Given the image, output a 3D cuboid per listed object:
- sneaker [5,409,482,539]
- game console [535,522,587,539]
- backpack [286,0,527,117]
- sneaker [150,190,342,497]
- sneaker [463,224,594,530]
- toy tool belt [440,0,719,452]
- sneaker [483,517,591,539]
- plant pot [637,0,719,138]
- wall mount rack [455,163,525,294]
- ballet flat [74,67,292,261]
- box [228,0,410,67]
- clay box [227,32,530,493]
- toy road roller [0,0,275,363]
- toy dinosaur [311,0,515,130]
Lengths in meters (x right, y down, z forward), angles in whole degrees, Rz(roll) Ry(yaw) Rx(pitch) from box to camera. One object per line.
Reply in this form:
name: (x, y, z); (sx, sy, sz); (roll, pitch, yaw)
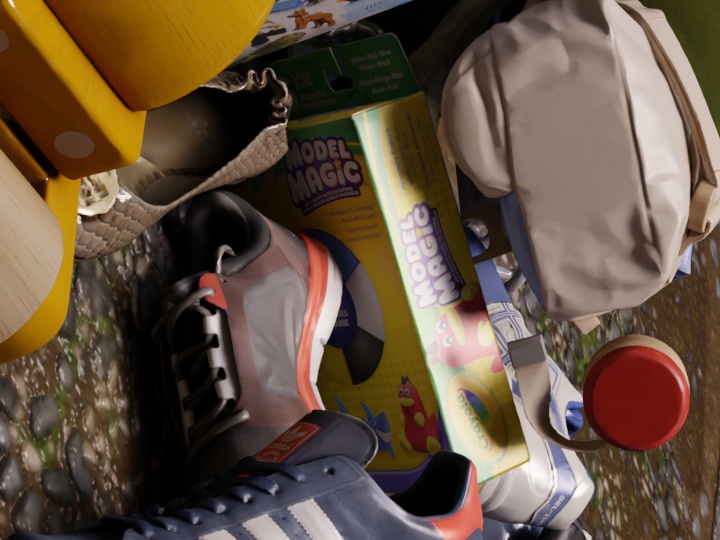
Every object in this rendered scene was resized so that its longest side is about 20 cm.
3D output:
sneaker: (-0.040, 0.091, 0.934); (0.200, 0.075, 0.085); (7, 92, -35)
game console: (0.085, 0.247, 1.240); (0.200, 0.031, 0.177); (-51, 122, -38)
backpack: (0.038, -0.182, 1.297); (0.200, 0.147, 0.183); (-46, 134, -64)
sneaker: (-0.060, 0.046, 1.046); (0.082, 0.077, 0.200); (41, 30, -30)
sneaker: (0.064, 0.058, 1.265); (0.088, 0.075, 0.200); (24, 33, -22)
toy tool belt: (0.105, -0.027, 1.131); (0.123, 0.125, 0.200); (-60, 134, -80)
sneaker: (0.098, 0.135, 1.354); (0.200, 0.080, 0.147); (37, 48, -51)
plant pot: (0.180, -0.164, 1.156); (0.200, 0.200, 0.190); (-60, 155, -62)
wall mount rack: (0.116, -0.083, 1.422); (0.074, 0.174, 0.200); (12, 61, -32)
ballet flat: (-0.080, -0.051, 1.025); (0.067, 0.046, 0.200); (60, 30, 4)
box: (-0.028, -0.137, 1.035); (0.137, 0.200, 0.038); (23, 52, -64)
clay box: (0.000, 0.000, 1.142); (0.048, 0.115, 0.200); (-22, 98, -35)
toy road roller: (-0.110, -0.079, 0.864); (0.123, 0.146, 0.200); (53, 30, -45)
toy dinosaur: (0.006, -0.080, 1.205); (0.088, 0.200, 0.047); (25, 23, -17)
